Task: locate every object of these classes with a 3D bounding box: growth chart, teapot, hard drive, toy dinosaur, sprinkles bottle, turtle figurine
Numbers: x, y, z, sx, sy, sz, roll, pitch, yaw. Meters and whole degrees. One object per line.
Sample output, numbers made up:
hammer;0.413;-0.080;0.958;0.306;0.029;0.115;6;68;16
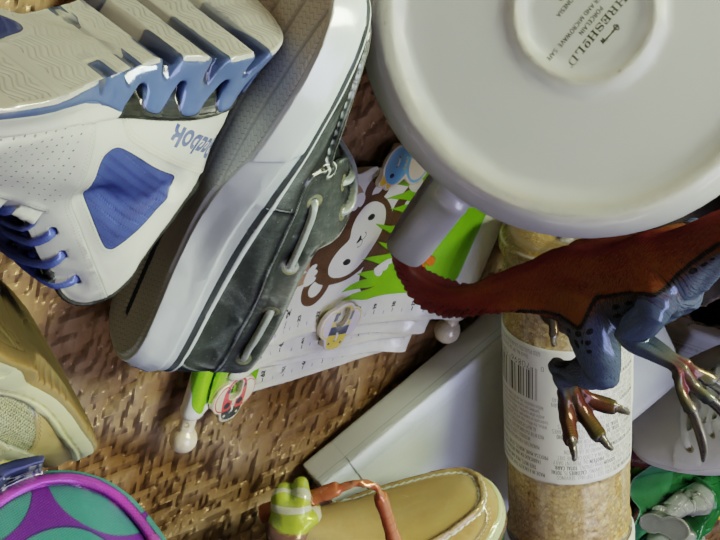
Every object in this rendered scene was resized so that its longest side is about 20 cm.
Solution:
growth chart;0.000;0.000;1.045;0.199;0.018;0.146;-18;137;-40
teapot;0.092;-0.109;0.918;0.146;0.198;0.199;-58;139;-77
hard drive;0.075;0.078;1.179;0.200;0.027;0.132;-39;138;-7
toy dinosaur;0.114;0.016;0.943;0.182;0.198;0.106;109;-6;-65
sprinkles bottle;0.104;0.067;1.117;0.068;0.068;0.202;-24;125;-33
turtle figurine;-0.066;0.182;1.038;0.160;0.065;0.201;6;121;-11

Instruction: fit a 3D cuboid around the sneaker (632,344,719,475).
sneaker;0.212;0.061;1.209;0.084;0.073;0.199;17;154;-42

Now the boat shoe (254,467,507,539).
boat shoe;-0.024;0.145;1.095;0.199;0.072;0.076;-30;127;-2

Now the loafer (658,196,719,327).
loafer;0.175;-0.019;1.142;0.072;0.072;0.200;-13;161;17

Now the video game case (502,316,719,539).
video game case;0.131;0.100;1.303;0.183;0.023;0.199;-56;148;12

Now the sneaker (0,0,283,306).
sneaker;-0.118;-0.037;0.806;0.198;0.080;0.116;-14;132;-44

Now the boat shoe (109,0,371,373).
boat shoe;-0.036;-0.039;0.903;0.070;0.072;0.201;9;130;-30

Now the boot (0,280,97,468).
boot;-0.187;0.068;0.842;0.154;0.072;0.200;-35;165;-2

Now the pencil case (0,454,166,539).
pencil case;-0.139;0.140;0.894;0.092;0.086;0.200;-6;163;-21

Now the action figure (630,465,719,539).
action figure;0.209;0.146;1.390;0.200;0.055;0.119;-21;142;-62
